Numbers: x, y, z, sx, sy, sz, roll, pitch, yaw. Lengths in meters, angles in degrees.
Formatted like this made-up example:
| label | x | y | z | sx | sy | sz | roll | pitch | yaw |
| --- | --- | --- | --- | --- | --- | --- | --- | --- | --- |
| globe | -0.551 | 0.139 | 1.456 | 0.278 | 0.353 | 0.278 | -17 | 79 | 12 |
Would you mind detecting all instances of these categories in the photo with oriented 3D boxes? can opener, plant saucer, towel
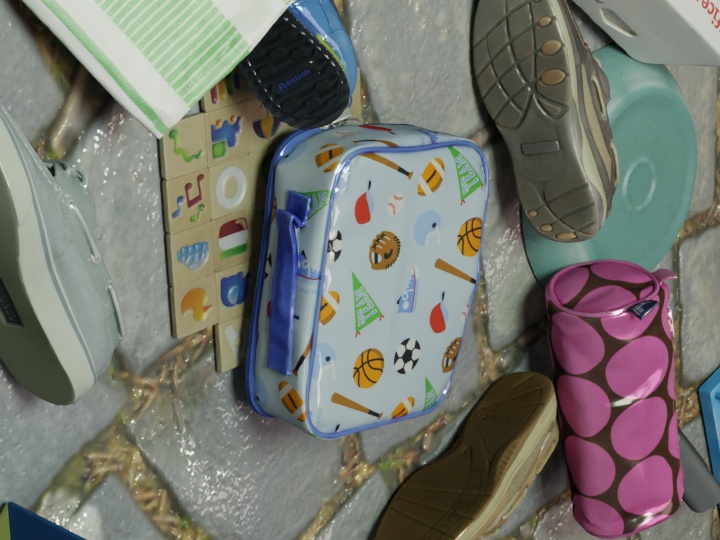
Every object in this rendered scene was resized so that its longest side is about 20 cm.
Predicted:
| label | x | y | z | sx | sy | sz | roll | pitch | yaw |
| --- | --- | --- | --- | --- | --- | --- | --- | --- | --- |
| can opener | 0.223 | 0.140 | 1.550 | 0.067 | 0.053 | 0.200 | -35 | 136 | 7 |
| plant saucer | 0.196 | -0.067 | 1.448 | 0.200 | 0.036 | 0.201 | -19 | 117 | -44 |
| towel | -0.085 | -0.187 | 1.038 | 0.200 | 0.023 | 0.153 | -45 | 118 | -1 |

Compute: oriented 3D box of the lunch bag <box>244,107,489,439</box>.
| label | x | y | z | sx | sy | sz | roll | pitch | yaw |
| --- | --- | --- | --- | --- | --- | --- | --- | --- | --- |
| lunch bag | 0.000 | 0.000 | 1.216 | 0.160 | 0.075 | 0.201 | -8 | 110 | -44 |

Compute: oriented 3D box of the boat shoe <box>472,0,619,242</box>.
| label | x | y | z | sx | sy | sz | roll | pitch | yaw |
| --- | --- | --- | --- | --- | --- | --- | --- | --- | --- |
| boat shoe | 0.130 | -0.120 | 1.334 | 0.073 | 0.074 | 0.201 | -43 | 126 | -51 |

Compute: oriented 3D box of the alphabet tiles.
| label | x | y | z | sx | sy | sz | roll | pitch | yaw |
| --- | --- | --- | --- | --- | --- | --- | --- | --- | --- |
| alphabet tiles | -0.056 | -0.044 | 1.199 | 0.166 | 0.006 | 0.201 | -22 | 119 | -42 |

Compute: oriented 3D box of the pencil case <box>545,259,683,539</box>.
| label | x | y | z | sx | sy | sz | roll | pitch | yaw |
| --- | --- | --- | --- | --- | --- | --- | --- | --- | --- |
| pencil case | 0.190 | 0.094 | 1.419 | 0.093 | 0.091 | 0.201 | -16 | 119 | -15 |

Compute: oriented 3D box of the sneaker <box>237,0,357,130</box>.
| label | x | y | z | sx | sy | sz | roll | pitch | yaw |
| --- | --- | --- | --- | --- | --- | --- | --- | --- | --- |
| sneaker | -0.063 | -0.176 | 1.116 | 0.201 | 0.066 | 0.079 | 59 | 20 | -28 |

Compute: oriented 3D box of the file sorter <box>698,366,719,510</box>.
| label | x | y | z | sx | sy | sz | roll | pitch | yaw |
| --- | --- | --- | --- | --- | --- | --- | --- | --- | --- |
| file sorter | 0.391 | 0.156 | 1.674 | 0.139 | 0.122 | 0.201 | -39 | 129 | -32 |

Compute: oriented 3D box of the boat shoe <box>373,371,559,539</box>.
| label | x | y | z | sx | sy | sz | roll | pitch | yaw |
| --- | --- | --- | --- | --- | --- | --- | --- | --- | --- |
| boat shoe | 0.083 | 0.160 | 1.372 | 0.200 | 0.071 | 0.065 | -47 | 133 | -30 |

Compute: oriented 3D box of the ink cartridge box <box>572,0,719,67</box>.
| label | x | y | z | sx | sy | sz | roll | pitch | yaw |
| --- | --- | --- | --- | --- | --- | --- | --- | --- | --- |
| ink cartridge box | 0.230 | -0.262 | 1.371 | 0.147 | 0.083 | 0.201 | 32 | 74 | -48 |

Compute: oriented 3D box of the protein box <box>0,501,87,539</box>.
| label | x | y | z | sx | sy | sz | roll | pitch | yaw |
| --- | --- | --- | --- | --- | --- | --- | --- | --- | --- |
| protein box | -0.109 | 0.253 | 1.094 | 0.200 | 0.198 | 0.135 | 42 | 72 | -46 |

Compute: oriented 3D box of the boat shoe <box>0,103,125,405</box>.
| label | x | y | z | sx | sy | sz | roll | pitch | yaw |
| --- | --- | --- | --- | --- | --- | --- | --- | --- | --- |
| boat shoe | -0.175 | -0.022 | 1.036 | 0.072 | 0.070 | 0.201 | -50 | 139 | -38 |
